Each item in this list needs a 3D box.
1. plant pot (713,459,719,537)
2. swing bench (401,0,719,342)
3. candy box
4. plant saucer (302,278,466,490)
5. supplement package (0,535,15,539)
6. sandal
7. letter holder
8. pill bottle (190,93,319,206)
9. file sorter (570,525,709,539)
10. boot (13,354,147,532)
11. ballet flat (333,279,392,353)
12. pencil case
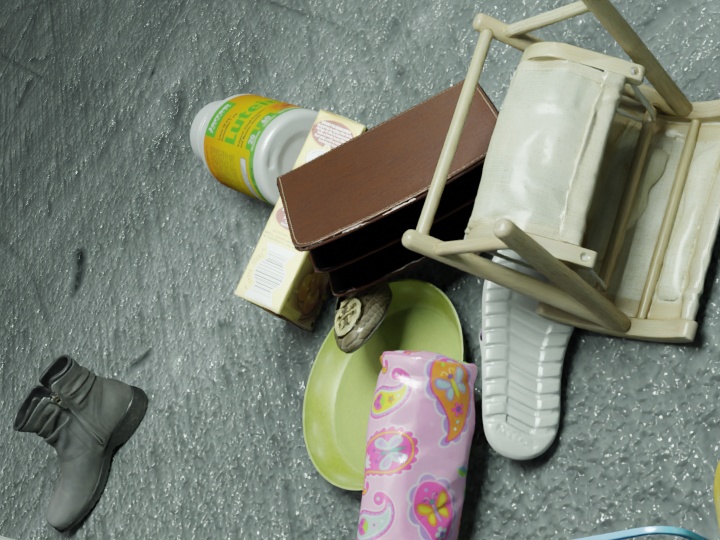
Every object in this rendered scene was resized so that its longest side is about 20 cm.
[{"bbox_3d":[0.273,0.167,0.591,0.201,0.201,0.189,-45,25,21],"label":"plant pot"},{"bbox_3d":[0.168,-0.073,0.854,0.130,0.200,0.199,-3,64,59],"label":"swing bench"},{"bbox_3d":[-0.045,-0.046,1.139,0.055,0.115,0.200,24,85,17],"label":"candy box"},{"bbox_3d":[0.026,0.105,1.037,0.200,0.031,0.200,-29,48,37],"label":"plant saucer"},{"bbox_3d":[-0.309,0.378,1.155,0.200,0.152,0.151,7,73,51],"label":"supplement package"},{"bbox_3d":[0.132,0.052,0.926,0.050,0.082,0.203,90,-167,-74],"label":"sandal"},{"bbox_3d":[0.044,-0.057,0.981,0.200,0.101,0.142,-27,31,5],"label":"letter holder"},{"bbox_3d":[-0.113,-0.138,1.284,0.200,0.111,0.111,24,87,53],"label":"pill bottle"},{"bbox_3d":[0.169,0.270,0.690,0.139,0.123,0.200,-23,52,40],"label":"file sorter"},{"bbox_3d":[-0.351,0.200,1.334,0.070,0.132,0.200,25,87,52],"label":"boot"},{"bbox_3d":[0.000,0.000,1.073,0.067,0.046,0.200,-32,27,32],"label":"ballet flat"},{"bbox_3d":[0.043,0.165,0.908,0.087,0.087,0.200,-1,80,49],"label":"pencil case"}]
